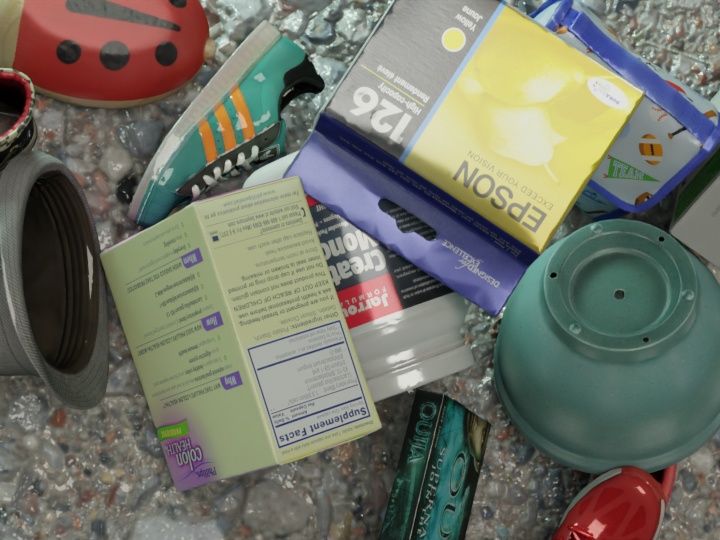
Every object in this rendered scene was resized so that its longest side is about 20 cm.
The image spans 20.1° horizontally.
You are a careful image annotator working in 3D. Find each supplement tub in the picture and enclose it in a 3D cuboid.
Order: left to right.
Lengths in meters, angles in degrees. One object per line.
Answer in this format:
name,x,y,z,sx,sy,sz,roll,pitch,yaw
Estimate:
supplement tub,0.000,0.000,1.594,0.140,0.140,0.201,-19,87,-14

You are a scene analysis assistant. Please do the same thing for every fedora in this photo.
fedora,-0.262,0.012,1.540,0.090,0.177,0.201,-8,87,16

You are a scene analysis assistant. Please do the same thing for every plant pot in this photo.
plant pot,0.203,0.043,1.597,0.199,0.134,0.201,-2,59,4

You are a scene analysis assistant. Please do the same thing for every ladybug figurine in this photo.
ladybug figurine,-0.210,-0.200,1.606,0.199,0.072,0.136,9,81,-12

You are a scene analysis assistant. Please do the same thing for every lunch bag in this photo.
lunch bag,0.186,-0.132,1.623,0.170,0.200,0.124,38,77,-7

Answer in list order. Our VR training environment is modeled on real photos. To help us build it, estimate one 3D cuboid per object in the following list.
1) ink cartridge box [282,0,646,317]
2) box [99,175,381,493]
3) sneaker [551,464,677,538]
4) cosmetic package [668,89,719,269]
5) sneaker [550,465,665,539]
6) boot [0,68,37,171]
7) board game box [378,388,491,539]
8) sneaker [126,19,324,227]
ink cartridge box,0.075,-0.101,1.506,0.197,0.047,0.200,33,88,0
box,-0.094,0.051,1.538,0.096,0.176,0.201,-16,86,-33
sneaker,0.208,0.198,1.645,0.073,0.087,0.201,19,79,-9
cosmetic package,0.321,-0.088,1.643,0.085,0.200,0.108,34,121,-7
sneaker,0.159,0.245,1.570,0.078,0.116,0.200,36,111,8
boot,-0.332,-0.084,1.521,0.203,0.154,0.074,-31,90,-15
board game box,0.052,0.203,1.588,0.028,0.135,0.201,11,80,22
sneaker,-0.105,-0.104,1.618,0.080,0.071,0.200,37,75,-2
